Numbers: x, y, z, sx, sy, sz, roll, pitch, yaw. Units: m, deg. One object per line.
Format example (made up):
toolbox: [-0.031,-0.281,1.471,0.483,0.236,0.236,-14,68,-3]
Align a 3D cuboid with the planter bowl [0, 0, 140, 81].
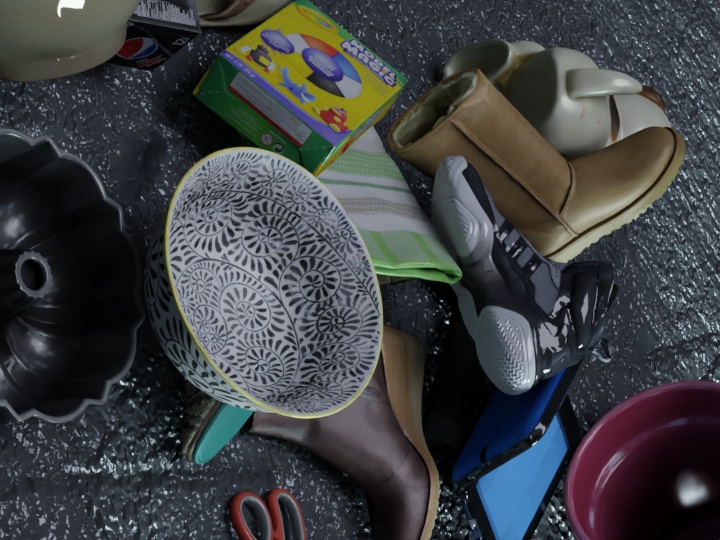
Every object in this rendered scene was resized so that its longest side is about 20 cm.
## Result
planter bowl: [-0.227,-0.213,1.525,0.200,0.200,0.135,-43,138,-47]

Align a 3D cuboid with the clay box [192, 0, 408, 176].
clay box: [-0.039,-0.148,1.748,0.115,0.048,0.200,38,30,2]

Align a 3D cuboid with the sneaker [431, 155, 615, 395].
sneaker: [0.131,-0.004,1.754,0.113,0.076,0.201,-12,70,-18]

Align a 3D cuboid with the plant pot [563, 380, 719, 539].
plant pot: [0.303,0.229,1.999,0.179,0.199,0.200,57,40,-43]

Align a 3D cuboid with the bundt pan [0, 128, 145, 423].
bundt pan: [-0.244,0.010,1.500,0.202,0.076,0.203,20,64,-46]

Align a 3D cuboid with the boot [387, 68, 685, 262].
boot: [0.150,-0.102,1.838,0.200,0.175,0.066,39,16,-34]

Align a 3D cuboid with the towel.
towel: [-0.013,-0.073,1.740,0.149,0.031,0.200,5,41,-40]

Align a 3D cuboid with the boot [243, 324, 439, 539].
boot: [-0.023,0.134,1.747,0.166,0.072,0.201,7,75,-35]

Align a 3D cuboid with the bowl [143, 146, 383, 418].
bowl: [-0.087,0.022,1.582,0.200,0.094,0.201,21,57,-37]

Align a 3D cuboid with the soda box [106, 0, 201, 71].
soda box: [-0.173,-0.253,1.647,0.063,0.071,0.201,9,63,-37]

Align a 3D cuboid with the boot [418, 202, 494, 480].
boot: [0.077,0.065,1.876,0.165,0.066,0.200,39,56,-33]

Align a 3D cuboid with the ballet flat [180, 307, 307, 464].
ballet flat: [-0.079,0.059,1.670,0.200,0.075,0.068,-43,158,-17]

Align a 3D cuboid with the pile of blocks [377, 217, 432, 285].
pile of blocks: [0.000,0.000,1.791,0.199,0.082,0.062,-9,86,-35]

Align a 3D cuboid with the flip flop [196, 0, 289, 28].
flip flop: [-0.110,-0.233,1.747,0.200,0.057,0.081,-17,88,-48]

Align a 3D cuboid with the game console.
game console: [0.160,0.133,1.827,0.118,0.171,0.200,42,47,-11]

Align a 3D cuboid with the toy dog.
toy dog: [0.195,-0.132,1.976,0.200,0.194,0.140,18,52,-44]

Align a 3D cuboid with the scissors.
scissors: [-0.058,0.253,1.658,0.073,0.014,0.201,18,51,-45]
